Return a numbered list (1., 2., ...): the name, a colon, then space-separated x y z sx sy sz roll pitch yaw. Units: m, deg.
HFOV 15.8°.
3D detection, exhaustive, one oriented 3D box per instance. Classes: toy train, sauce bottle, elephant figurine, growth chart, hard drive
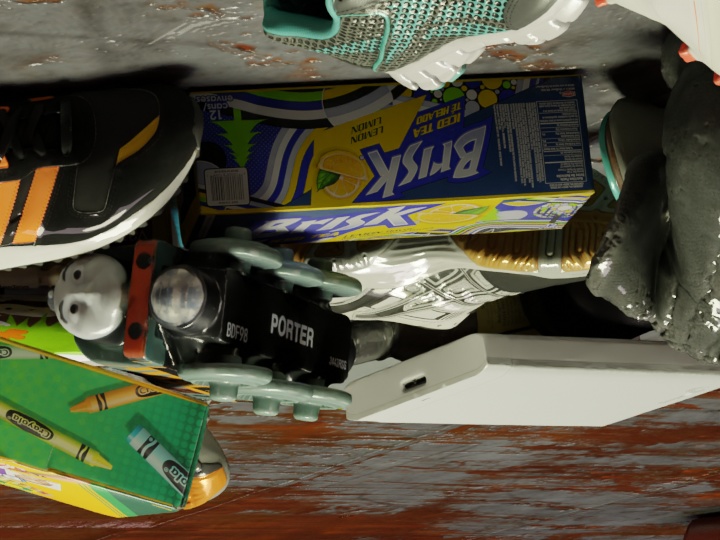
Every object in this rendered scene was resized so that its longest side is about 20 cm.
1. toy train: -0.074 0.028 1.297 0.113 0.086 0.200 1 172 22
2. sauce bottle: 0.059 0.022 1.550 0.199 0.065 0.065 -11 171 -30
3. elephant figurine: 0.178 -0.006 1.233 0.154 0.142 0.201 2 122 -30
4. growth chart: -0.188 0.025 1.365 0.144 0.018 0.200 -2 165 4
5. hard drive: 0.108 0.066 1.544 0.199 0.026 0.132 4 162 -38

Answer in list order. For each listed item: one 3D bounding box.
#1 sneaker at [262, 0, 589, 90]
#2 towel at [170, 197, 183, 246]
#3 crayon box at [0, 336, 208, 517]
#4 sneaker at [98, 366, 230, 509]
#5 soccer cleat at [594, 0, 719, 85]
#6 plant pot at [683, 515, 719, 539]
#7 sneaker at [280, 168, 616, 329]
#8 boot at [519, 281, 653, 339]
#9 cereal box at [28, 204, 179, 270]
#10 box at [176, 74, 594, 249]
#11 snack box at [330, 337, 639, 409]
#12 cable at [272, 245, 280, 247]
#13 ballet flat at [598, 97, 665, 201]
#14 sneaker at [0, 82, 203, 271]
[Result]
1. sneaker: 0.025 -0.120 1.009 0.091 0.078 0.200 5 161 -26
2. towel: -0.163 -0.037 1.368 0.146 0.022 0.200 -7 166 0
3. crayon box: -0.189 0.068 1.301 0.199 0.059 0.119 19 167 -18
4. sneaker: -0.113 0.063 1.553 0.092 0.200 0.076 -22 129 -18
5. soccer cleat: 0.155 -0.123 1.071 0.077 0.070 0.200 -19 159 34
6. plant pot: 0.470 0.351 2.930 0.194 0.202 0.201 -2 169 21
7. sneaker: 0.060 -0.011 1.426 0.199 0.076 0.088 -1 145 20
8. boot: 0.211 -0.014 1.502 0.210 0.080 0.158 -12 177 -26
9. cereal box: -0.167 0.010 1.425 0.143 0.040 0.200 -4 165 -2
10. box: 0.010 -0.053 1.290 0.199 0.065 0.070 -3 166 -12
11. snack box: 0.074 0.057 1.793 0.199 0.053 0.142 -15 162 32
12. cable: 0.000 0.000 1.530 0.199 0.051 0.097 -17 162 36
13. ballet flat: 0.170 -0.057 1.356 0.063 0.068 0.200 -14 172 14
14. sneaker: -0.174 -0.049 1.219 0.199 0.070 0.090 -18 147 17
